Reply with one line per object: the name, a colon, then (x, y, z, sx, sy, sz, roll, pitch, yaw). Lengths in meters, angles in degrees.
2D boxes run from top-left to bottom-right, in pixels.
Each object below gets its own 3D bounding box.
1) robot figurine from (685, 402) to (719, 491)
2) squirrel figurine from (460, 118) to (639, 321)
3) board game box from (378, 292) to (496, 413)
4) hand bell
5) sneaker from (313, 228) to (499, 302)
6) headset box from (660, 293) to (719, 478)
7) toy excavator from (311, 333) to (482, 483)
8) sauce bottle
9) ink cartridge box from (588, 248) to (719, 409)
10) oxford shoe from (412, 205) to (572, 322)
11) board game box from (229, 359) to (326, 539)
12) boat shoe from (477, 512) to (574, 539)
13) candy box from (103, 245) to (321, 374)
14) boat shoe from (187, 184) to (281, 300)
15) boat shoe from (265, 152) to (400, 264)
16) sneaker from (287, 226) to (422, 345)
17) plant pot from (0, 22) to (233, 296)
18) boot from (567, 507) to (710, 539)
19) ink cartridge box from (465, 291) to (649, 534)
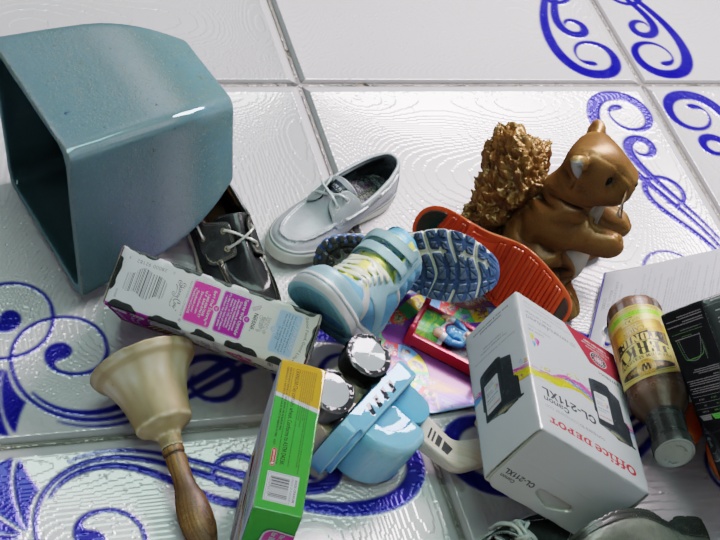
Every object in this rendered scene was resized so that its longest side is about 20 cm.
robot figurine: (0.417, 0.152, 1.449, 0.143, 0.117, 0.201, 26, 43, -6)
squirrel figurine: (0.212, -0.084, 1.550, 0.199, 0.188, 0.142, 31, 46, 12)
board game box: (0.107, 0.068, 1.475, 0.198, 0.039, 0.159, -7, 51, -25)
hand bell: (-0.168, 0.172, 1.269, 0.103, 0.104, 0.201, -11, 64, -27)
sneaker: (0.051, -0.013, 1.494, 0.198, 0.078, 0.085, 7, 6, 2)
headset box: (0.411, 0.104, 1.327, 0.173, 0.093, 0.202, -18, 83, -16)
toy excavator: (0.044, 0.156, 1.349, 0.200, 0.100, 0.194, 44, 48, 5)
sauce bottle: (0.293, 0.109, 1.386, 0.064, 0.065, 0.201, 7, 38, -11)
ink cartridge box: (0.342, 0.061, 1.500, 0.199, 0.044, 0.199, -13, 37, 34)
oxford shoe: (0.151, -0.007, 1.532, 0.199, 0.071, 0.072, 37, 8, 15)
board game box: (-0.079, 0.198, 1.178, 0.040, 0.201, 0.154, 14, 45, -5)
boat shoe: (0.137, 0.265, 1.279, 0.198, 0.068, 0.074, -18, 56, -32)
candy box: (-0.139, 0.046, 1.345, 0.198, 0.136, 0.062, 19, 81, 1)
boat shoe: (-0.138, -0.028, 1.468, 0.071, 0.068, 0.201, -10, 53, -28)
boat shoe: (-0.028, -0.078, 1.546, 0.070, 0.072, 0.200, 39, 48, 19)
sneaker: (0.000, 0.000, 1.365, 0.079, 0.200, 0.131, 32, 82, 15)
plant pot: (-0.239, -0.133, 1.414, 0.199, 0.197, 0.197, -21, 52, -24)
boot: (0.283, 0.292, 1.279, 0.199, 0.068, 0.131, 8, 42, -36)
ink cartridge box: (0.188, 0.140, 1.351, 0.145, 0.083, 0.201, 32, 30, -24)
